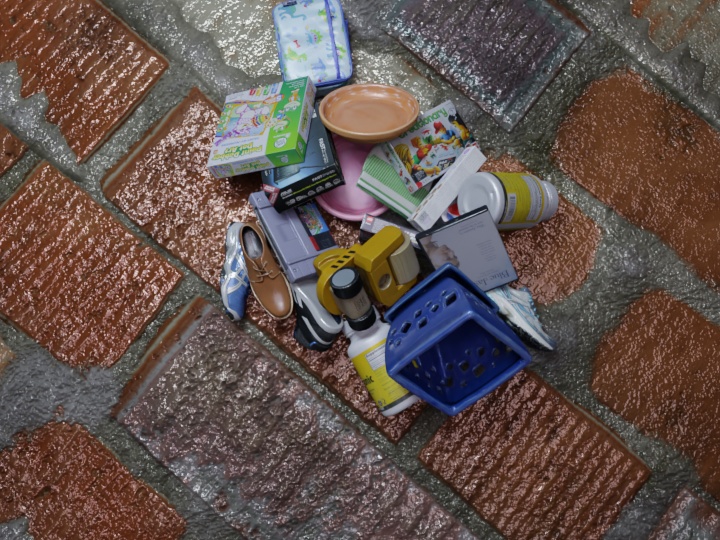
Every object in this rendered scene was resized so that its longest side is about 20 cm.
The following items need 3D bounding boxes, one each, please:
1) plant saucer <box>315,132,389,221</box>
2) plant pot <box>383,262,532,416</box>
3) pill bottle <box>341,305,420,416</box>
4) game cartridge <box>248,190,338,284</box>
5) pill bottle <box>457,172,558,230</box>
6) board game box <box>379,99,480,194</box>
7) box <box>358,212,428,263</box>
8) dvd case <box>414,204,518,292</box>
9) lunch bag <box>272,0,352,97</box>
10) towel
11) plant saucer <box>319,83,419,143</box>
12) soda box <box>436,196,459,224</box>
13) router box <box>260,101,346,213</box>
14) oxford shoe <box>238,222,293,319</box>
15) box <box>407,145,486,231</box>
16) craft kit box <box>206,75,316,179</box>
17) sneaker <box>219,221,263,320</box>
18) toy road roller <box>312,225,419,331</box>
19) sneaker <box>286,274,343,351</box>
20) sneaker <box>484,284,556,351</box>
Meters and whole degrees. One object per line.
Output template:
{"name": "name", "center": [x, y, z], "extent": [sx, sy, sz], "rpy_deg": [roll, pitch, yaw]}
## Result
{"name": "plant saucer", "center": [-0.009, -0.199, 1.289], "extent": [0.198, 0.051, 0.203], "rpy_deg": [0, 82, -1]}
{"name": "plant pot", "center": [0.165, 0.118, 1.146], "extent": [0.200, 0.181, 0.200], "rpy_deg": [-40, 124, 20]}
{"name": "pill bottle", "center": [0.043, 0.174, 1.212], "extent": [0.111, 0.111, 0.201], "rpy_deg": [-30, 83, -5]}
{"name": "game cartridge", "center": [-0.127, -0.081, 1.241], "extent": [0.129, 0.038, 0.201], "rpy_deg": [-21, 75, -32]}
{"name": "pill bottle", "center": [0.298, -0.136, 1.216], "extent": [0.199, 0.111, 0.113], "rpy_deg": [-4, 81, -36]}
{"name": "board game box", "center": [0.144, -0.256, 1.263], "extent": [0.199, 0.035, 0.127], "rpy_deg": [-34, 92, -29]}
{"name": "box", "center": [0.095, -0.056, 1.242], "extent": [0.198, 0.110, 0.035], "rpy_deg": [19, 80, 2]}
{"name": "dvd case", "center": [0.205, -0.024, 1.168], "extent": [0.142, 0.200, 0.018], "rpy_deg": [-23, 41, 15]}
{"name": "lunch bag", "center": [-0.098, -0.475, 1.309], "extent": [0.159, 0.082, 0.202], "rpy_deg": [-7, 84, -5]}
{"name": "towel", "center": [0.085, -0.216, 1.256], "extent": [0.152, 0.023, 0.201], "rpy_deg": [31, 65, -15]}
{"name": "plant saucer", "center": [0.017, -0.309, 1.220], "extent": [0.198, 0.038, 0.201], "rpy_deg": [-1, 44, 1]}
{"name": "soda box", "center": [0.216, -0.082, 1.272], "extent": [0.068, 0.064, 0.201], "rpy_deg": [-34, 85, -7]}
{"name": "router box", "center": [-0.124, -0.227, 1.225], "extent": [0.149, 0.062, 0.201], "rpy_deg": [-23, 52, 8]}
{"name": "oxford shoe", "center": [-0.189, 0.003, 1.185], "extent": [0.071, 0.071, 0.201], "rpy_deg": [-25, 87, -3]}
{"name": "box", "center": [0.172, -0.161, 1.225], "extent": [0.041, 0.039, 0.200], "rpy_deg": [41, 81, -16]}
{"name": "craft kit box", "center": [-0.195, -0.286, 1.230], "extent": [0.198, 0.049, 0.199], "rpy_deg": [-8, 59, 20]}
{"name": "sneaker", "center": [-0.236, 0.001, 1.245], "extent": [0.076, 0.076, 0.202], "rpy_deg": [3, 84, 4]}
{"name": "toy road roller", "center": [0.000, 0.000, 1.173], "extent": [0.200, 0.123, 0.146], "rpy_deg": [-40, 43, -18]}
{"name": "sneaker", "center": [-0.117, 0.077, 1.242], "extent": [0.073, 0.112, 0.201], "rpy_deg": [-1, 46, -40]}
{"name": "sneaker", "center": [0.329, 0.081, 1.248], "extent": [0.200, 0.078, 0.086], "rpy_deg": [43, 80, 4]}
